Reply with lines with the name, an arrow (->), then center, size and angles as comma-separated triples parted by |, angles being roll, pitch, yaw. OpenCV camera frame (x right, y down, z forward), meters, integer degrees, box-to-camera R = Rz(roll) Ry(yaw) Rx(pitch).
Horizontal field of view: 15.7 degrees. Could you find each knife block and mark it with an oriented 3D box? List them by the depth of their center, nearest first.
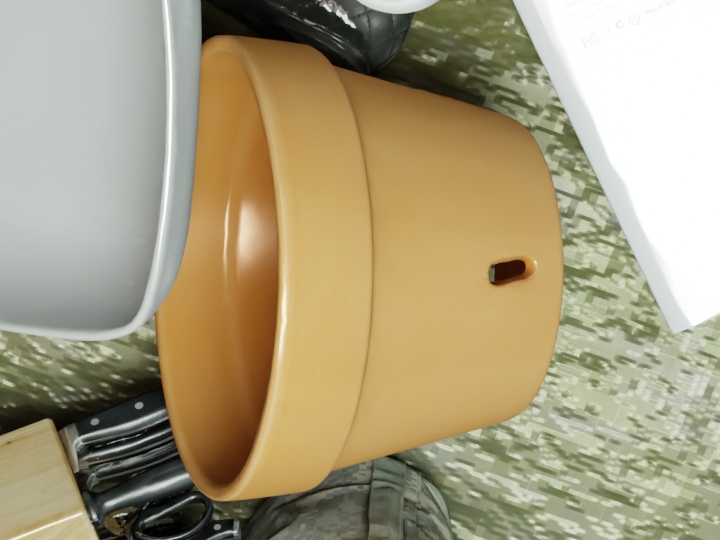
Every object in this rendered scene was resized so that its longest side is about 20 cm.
knife block -> -0.158, 0.112, 1.208 | 0.200, 0.064, 0.176 | 16, 122, -37

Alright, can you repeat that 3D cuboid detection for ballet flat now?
ballet flat -> -0.064, -0.157, 1.179 | 0.200, 0.066, 0.057 | 37, 65, -9

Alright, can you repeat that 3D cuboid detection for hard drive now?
hard drive -> 0.159, -0.088, 1.183 | 0.132, 0.025, 0.200 | -25, 99, 13

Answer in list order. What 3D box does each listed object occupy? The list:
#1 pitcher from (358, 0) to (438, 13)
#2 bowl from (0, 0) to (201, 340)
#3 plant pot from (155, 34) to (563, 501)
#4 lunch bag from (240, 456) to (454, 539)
pitcher -> 0.029, -0.224, 1.112 | 0.200, 0.121, 0.172 | -39, 95, 20
bowl -> -0.153, -0.080, 1.164 | 0.199, 0.075, 0.200 | 12, 108, 25
plant pot -> 0.000, 0.000, 1.150 | 0.140, 0.200, 0.201 | 1, 108, -19
lunch bag -> -0.017, 0.187, 1.196 | 0.139, 0.200, 0.168 | 20, 108, -4
